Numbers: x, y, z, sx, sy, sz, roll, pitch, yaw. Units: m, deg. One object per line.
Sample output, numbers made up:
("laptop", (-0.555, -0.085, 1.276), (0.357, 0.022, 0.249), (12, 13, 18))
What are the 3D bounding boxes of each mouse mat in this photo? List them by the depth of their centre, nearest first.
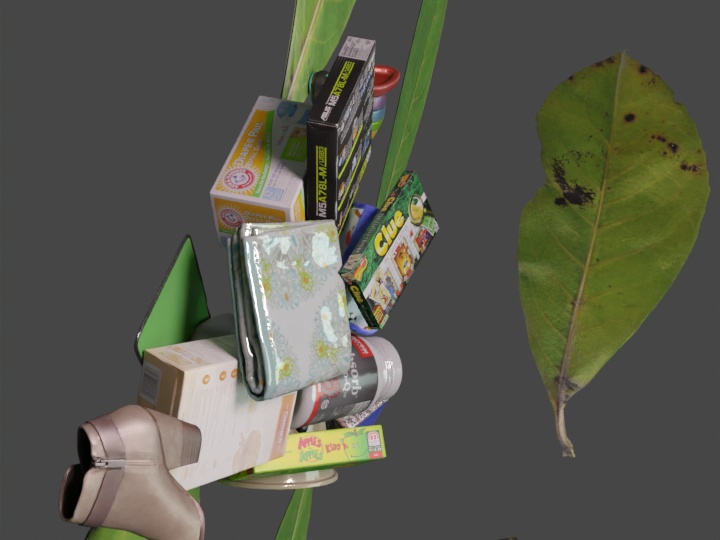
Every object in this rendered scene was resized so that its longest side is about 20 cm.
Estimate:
("mouse mat", (-0.223, 0.072, 1.035), (0.200, 0.007, 0.162), (92, 13, -55))

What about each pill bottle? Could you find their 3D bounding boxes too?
("pill bottle", (-0.041, 0.147, 1.179), (0.199, 0.116, 0.117), (-4, 109, -48))

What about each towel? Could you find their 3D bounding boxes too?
("towel", (-0.077, 0.040, 1.009), (0.171, 0.048, 0.201), (-9, 94, -52))

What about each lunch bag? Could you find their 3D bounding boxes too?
("lunch bag", (0.000, 0.000, 1.225), (0.200, 0.123, 0.171), (46, 68, -81))

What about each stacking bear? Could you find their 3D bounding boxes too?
("stacking bear", (-0.012, -0.283, 1.608), (0.114, 0.121, 0.201), (-70, 176, -52))

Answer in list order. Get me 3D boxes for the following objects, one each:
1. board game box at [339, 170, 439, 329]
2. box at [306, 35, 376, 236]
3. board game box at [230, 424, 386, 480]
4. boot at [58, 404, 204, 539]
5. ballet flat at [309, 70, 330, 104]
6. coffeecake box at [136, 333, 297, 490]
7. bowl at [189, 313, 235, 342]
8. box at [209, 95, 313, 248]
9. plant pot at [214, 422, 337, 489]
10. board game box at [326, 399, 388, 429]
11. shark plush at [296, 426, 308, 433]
("board game box", (0.043, -0.030, 1.129), (0.200, 0.023, 0.105), (-58, 133, -35))
("box", (-0.024, -0.171, 1.113), (0.194, 0.047, 0.201), (95, 10, -47))
("board game box", (-0.076, 0.258, 1.208), (0.102, 0.199, 0.048), (-35, -121, 58))
("boot", (-0.231, 0.236, 0.860), (0.146, 0.070, 0.201), (6, 85, -49))
("ballet flat", (-0.050, -0.264, 1.486), (0.200, 0.068, 0.068), (87, 17, -62))
("coffeecake box", (-0.167, 0.162, 1.015), (0.200, 0.073, 0.154), (-6, 112, -53))
("bowl", (-0.188, 0.167, 1.165), (0.200, 0.074, 0.201), (-20, 125, -81))
("box", (-0.110, -0.124, 1.129), (0.102, 0.112, 0.201), (89, 14, -50))
("plant pot", (-0.133, 0.231, 1.340), (0.200, 0.199, 0.185), (19, 72, -82))
("board game box", (-0.062, 0.202, 1.490), (0.097, 0.200, 0.160), (-36, 164, -24))
("shark plush", (-0.107, 0.151, 1.223), (0.083, 0.090, 0.201), (54, 49, -39))
